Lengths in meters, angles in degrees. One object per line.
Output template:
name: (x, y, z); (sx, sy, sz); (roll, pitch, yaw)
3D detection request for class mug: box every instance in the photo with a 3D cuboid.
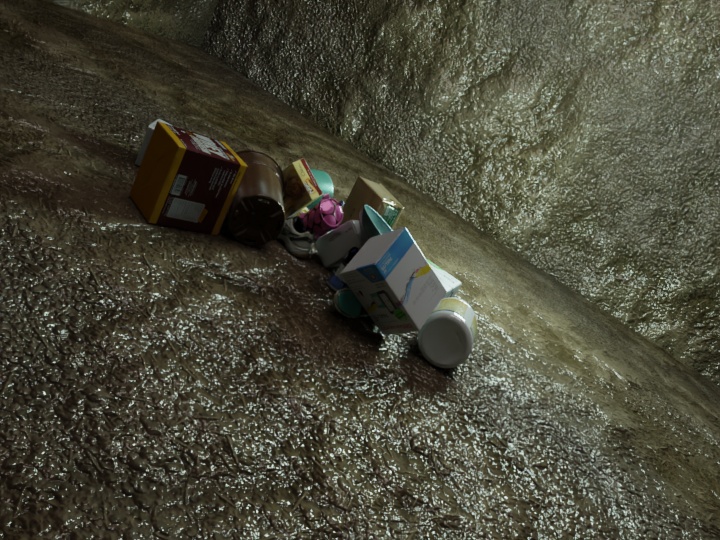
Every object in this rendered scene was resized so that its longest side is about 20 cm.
mug: (-0.184, -0.245, 2.092); (0.112, 0.185, 0.155); (3, 54, -41)

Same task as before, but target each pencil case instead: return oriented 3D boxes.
pencil case: (-0.124, -0.144, 1.819); (0.090, 0.198, 0.096); (-27, 92, -35)

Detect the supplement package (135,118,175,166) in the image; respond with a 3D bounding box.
supplement package: (-0.510, -0.319, 1.797); (0.196, 0.119, 0.118); (26, 18, -13)

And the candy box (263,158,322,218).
candy box: (-0.205, -0.225, 1.844); (0.055, 0.198, 0.118); (-30, 93, -42)

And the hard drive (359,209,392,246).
hard drive: (0.068, -0.075, 1.826); (0.198, 0.026, 0.135); (31, 44, -48)

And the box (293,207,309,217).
box: (-0.162, -0.157, 1.961); (0.199, 0.041, 0.039); (41, 31, -11)

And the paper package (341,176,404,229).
paper package: (0.026, -0.176, 2.120); (0.101, 0.203, 0.191); (13, 25, -38)

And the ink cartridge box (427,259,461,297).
ink cartridge box: (0.220, 0.047, 2.021); (0.144, 0.086, 0.199); (35, 19, 16)

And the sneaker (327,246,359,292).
sneaker: (0.000, 0.000, 1.756); (0.080, 0.117, 0.198); (38, 20, 24)

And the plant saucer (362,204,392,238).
plant saucer: (0.063, -0.086, 1.709); (0.201, 0.036, 0.201); (49, 13, -14)

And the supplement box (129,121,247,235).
supplement box: (-0.417, -0.219, 1.551); (0.197, 0.201, 0.133); (9, 26, -48)

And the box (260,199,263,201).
box: (-0.305, -0.232, 2.009); (0.153, 0.042, 0.201); (16, 25, -40)

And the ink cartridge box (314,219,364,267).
ink cartridge box: (-0.017, -0.079, 1.864); (0.198, 0.144, 0.088); (-10, 74, -61)

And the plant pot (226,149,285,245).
plant pot: (-0.285, -0.183, 1.701); (0.196, 0.203, 0.200); (18, 29, -29)

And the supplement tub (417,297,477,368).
supplement tub: (0.231, 0.155, 1.665); (0.142, 0.147, 0.200); (31, 18, 8)

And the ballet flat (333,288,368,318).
ballet flat: (-0.010, 0.086, 1.627); (0.197, 0.073, 0.072); (14, 23, -46)

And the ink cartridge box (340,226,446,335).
ink cartridge box: (0.083, 0.030, 1.565); (0.202, 0.145, 0.147); (54, 55, -17)

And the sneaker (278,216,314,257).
sneaker: (-0.202, -0.123, 1.811); (0.198, 0.089, 0.075); (37, 22, 25)
